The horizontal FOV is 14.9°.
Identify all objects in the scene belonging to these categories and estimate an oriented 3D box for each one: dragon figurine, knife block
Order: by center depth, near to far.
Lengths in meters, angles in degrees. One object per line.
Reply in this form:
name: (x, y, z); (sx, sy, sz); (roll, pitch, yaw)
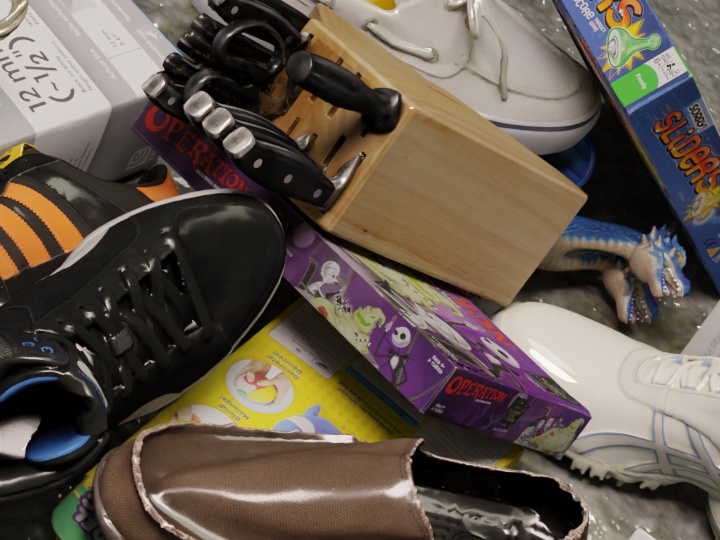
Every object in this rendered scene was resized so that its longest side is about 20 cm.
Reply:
knife block: (0.006, -0.045, 1.124); (0.200, 0.064, 0.176); (35, 11, -12)
dragon figurine: (0.069, -0.047, 1.287); (0.099, 0.059, 0.200); (-18, 61, -41)

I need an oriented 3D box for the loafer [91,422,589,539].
loafer: (-0.002, 0.086, 1.036); (0.199, 0.071, 0.073); (9, 46, -20)

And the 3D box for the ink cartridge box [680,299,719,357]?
ink cartridge box: (0.265, 0.051, 1.243); (0.200, 0.144, 0.084); (44, 45, 15)

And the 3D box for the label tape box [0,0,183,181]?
label tape box: (-0.191, -0.086, 1.170); (0.200, 0.066, 0.143); (-23, 64, -44)

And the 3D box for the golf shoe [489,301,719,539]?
golf shoe: (0.150, 0.058, 1.207); (0.200, 0.097, 0.078); (30, 43, 1)

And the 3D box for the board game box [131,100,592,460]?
board game box: (0.000, 0.000, 1.157); (0.200, 0.032, 0.120); (44, 8, 32)

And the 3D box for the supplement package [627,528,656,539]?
supplement package: (0.085, 0.231, 0.960); (0.150, 0.152, 0.200); (36, 42, 7)

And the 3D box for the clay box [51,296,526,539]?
clay box: (-0.032, 0.095, 1.101); (0.115, 0.048, 0.200); (39, 43, 11)

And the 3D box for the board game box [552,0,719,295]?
board game box: (0.132, -0.085, 1.283); (0.136, 0.034, 0.200); (63, 6, 30)

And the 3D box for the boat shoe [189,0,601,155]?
boat shoe: (0.029, -0.123, 1.225); (0.201, 0.086, 0.075); (23, 43, -12)

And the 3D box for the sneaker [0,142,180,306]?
sneaker: (-0.150, -0.008, 1.099); (0.200, 0.070, 0.090); (2, 66, -37)

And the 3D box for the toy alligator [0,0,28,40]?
toy alligator: (-0.211, -0.048, 1.086); (0.200, 0.054, 0.059); (-41, 100, -10)

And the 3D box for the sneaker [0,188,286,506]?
sneaker: (-0.093, 0.035, 1.004); (0.200, 0.112, 0.073); (-31, 104, -21)
